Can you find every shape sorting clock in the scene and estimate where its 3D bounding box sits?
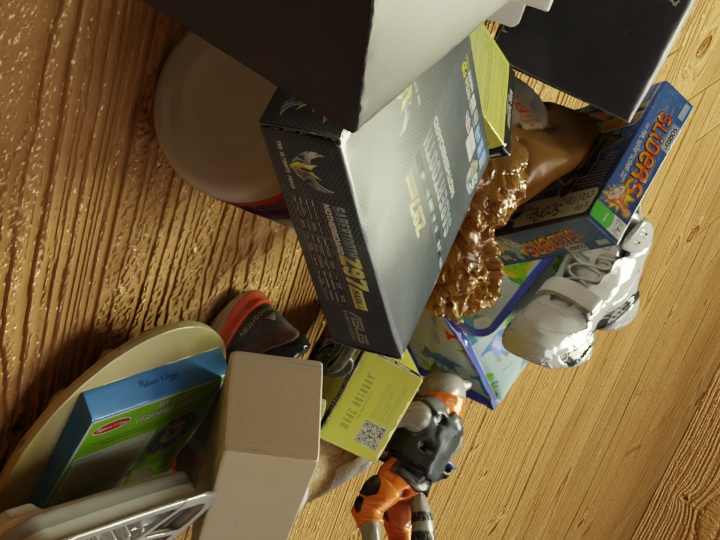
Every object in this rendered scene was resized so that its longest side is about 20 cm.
[{"bbox_3d":[-0.167,0.111,1.059,0.200,0.039,0.200,-39,160,-17],"label":"shape sorting clock"}]

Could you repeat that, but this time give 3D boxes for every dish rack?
[{"bbox_3d":[-0.199,0.185,1.002,0.171,0.044,0.200,-41,165,25],"label":"dish rack"}]

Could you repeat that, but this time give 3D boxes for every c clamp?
[{"bbox_3d":[0.000,0.000,1.130,0.201,0.027,0.171,-81,-165,-51],"label":"c clamp"}]

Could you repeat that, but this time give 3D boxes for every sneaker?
[{"bbox_3d":[0.187,0.005,1.354,0.200,0.075,0.116,-25,131,-53],"label":"sneaker"},{"bbox_3d":[-0.086,0.113,1.185,0.077,0.082,0.201,-35,150,-46],"label":"sneaker"}]

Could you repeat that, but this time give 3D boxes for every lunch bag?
[{"bbox_3d":[0.107,-0.007,1.414,0.170,0.127,0.201,-49,136,-23],"label":"lunch bag"}]

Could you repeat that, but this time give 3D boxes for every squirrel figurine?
[{"bbox_3d":[0.064,-0.054,1.212,0.187,0.141,0.200,-48,-167,37],"label":"squirrel figurine"}]

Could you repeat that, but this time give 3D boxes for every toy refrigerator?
[{"bbox_3d":[-0.072,0.142,1.108,0.200,0.069,0.076,109,-14,-54],"label":"toy refrigerator"}]

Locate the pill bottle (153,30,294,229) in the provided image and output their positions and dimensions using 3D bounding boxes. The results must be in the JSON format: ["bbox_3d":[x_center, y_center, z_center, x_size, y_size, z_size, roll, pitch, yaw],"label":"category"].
[{"bbox_3d":[-0.035,-0.083,0.975,0.112,0.111,0.200,-59,160,5],"label":"pill bottle"}]

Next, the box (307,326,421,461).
[{"bbox_3d":[-0.003,0.079,1.226,0.076,0.050,0.200,-61,-169,6],"label":"box"}]

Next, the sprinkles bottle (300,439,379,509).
[{"bbox_3d":[-0.037,0.161,1.391,0.200,0.068,0.069,-20,138,-59],"label":"sprinkles bottle"}]

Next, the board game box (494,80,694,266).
[{"bbox_3d":[0.164,-0.072,1.270,0.136,0.034,0.200,-58,-161,-19],"label":"board game box"}]

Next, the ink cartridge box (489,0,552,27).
[{"bbox_3d":[0.083,-0.240,0.993,0.067,0.116,0.201,-90,-164,-56],"label":"ink cartridge box"}]

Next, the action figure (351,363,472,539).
[{"bbox_3d":[0.056,0.180,1.388,0.200,0.104,0.195,32,73,-53],"label":"action figure"}]

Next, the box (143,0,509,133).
[{"bbox_3d":[-0.021,-0.191,0.726,0.182,0.199,0.104,-42,155,-34],"label":"box"}]

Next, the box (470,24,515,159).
[{"bbox_3d":[0.033,-0.151,0.975,0.200,0.050,0.076,48,39,-45],"label":"box"}]

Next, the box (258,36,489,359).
[{"bbox_3d":[0.016,-0.070,0.885,0.201,0.051,0.158,73,37,-52],"label":"box"}]

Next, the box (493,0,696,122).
[{"bbox_3d":[0.195,-0.238,1.186,0.199,0.123,0.200,-64,179,20],"label":"box"}]
